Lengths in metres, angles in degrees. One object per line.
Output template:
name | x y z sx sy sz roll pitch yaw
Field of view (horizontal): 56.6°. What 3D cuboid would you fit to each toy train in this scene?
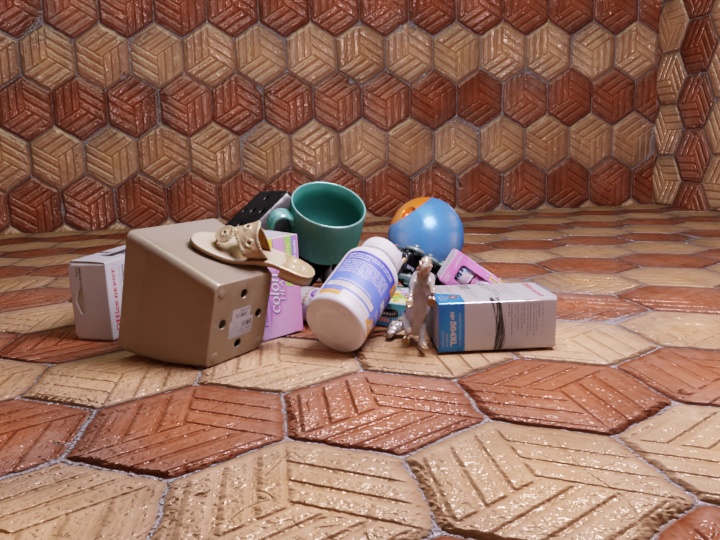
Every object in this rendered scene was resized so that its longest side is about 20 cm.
toy train | 0.114 0.002 1.434 0.112 0.087 0.198 8 -13 44

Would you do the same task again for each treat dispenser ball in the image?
treat dispenser ball | 0.168 -0.085 1.715 0.195 0.207 0.201 -2 10 0

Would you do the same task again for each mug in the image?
mug | -0.087 -0.089 1.331 0.180 0.116 0.154 15 39 1

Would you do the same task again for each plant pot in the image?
plant pot | -0.183 -0.061 1.449 0.200 0.179 0.197 -46 29 -23
plant pot | -0.258 0.046 1.102 0.174 0.205 0.198 21 20 29

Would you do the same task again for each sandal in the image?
sandal | -0.163 -0.046 1.075 0.207 0.071 0.078 21 26 -15

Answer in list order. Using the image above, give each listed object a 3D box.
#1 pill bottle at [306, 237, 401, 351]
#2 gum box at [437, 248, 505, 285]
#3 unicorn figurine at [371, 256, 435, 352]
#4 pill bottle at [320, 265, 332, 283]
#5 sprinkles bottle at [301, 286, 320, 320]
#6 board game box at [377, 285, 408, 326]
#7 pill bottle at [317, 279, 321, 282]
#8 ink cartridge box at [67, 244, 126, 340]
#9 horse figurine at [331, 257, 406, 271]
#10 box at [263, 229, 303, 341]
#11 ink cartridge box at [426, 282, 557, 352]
pill bottle | -0.001 0.032 1.136 0.110 0.114 0.201 4 36 29
gum box | 0.213 0.018 1.298 0.112 0.067 0.200 34 6 3
unicorn figurine | 0.086 0.070 1.106 0.072 0.203 0.138 24 21 -8
pill bottle | -0.034 0.001 1.513 0.110 0.116 0.200 -4 10 -12
sprinkles bottle | -0.074 0.068 1.275 0.197 0.070 0.067 6 12 41
board game box | 0.069 0.068 1.311 0.196 0.048 0.150 5 12 32
pill bottle | -0.109 -0.080 1.728 0.112 0.206 0.116 -2 10 0
ink cartridge box | -0.459 0.036 1.291 0.081 0.149 0.200 1 12 17
horse figurine | 0.000 0.000 1.339 0.133 0.050 0.198 -46 35 -21
box | -0.206 0.018 1.256 0.095 0.181 0.197 -12 14 -40
ink cartridge box | 0.215 0.075 1.127 0.194 0.087 0.146 -1 9 -1
